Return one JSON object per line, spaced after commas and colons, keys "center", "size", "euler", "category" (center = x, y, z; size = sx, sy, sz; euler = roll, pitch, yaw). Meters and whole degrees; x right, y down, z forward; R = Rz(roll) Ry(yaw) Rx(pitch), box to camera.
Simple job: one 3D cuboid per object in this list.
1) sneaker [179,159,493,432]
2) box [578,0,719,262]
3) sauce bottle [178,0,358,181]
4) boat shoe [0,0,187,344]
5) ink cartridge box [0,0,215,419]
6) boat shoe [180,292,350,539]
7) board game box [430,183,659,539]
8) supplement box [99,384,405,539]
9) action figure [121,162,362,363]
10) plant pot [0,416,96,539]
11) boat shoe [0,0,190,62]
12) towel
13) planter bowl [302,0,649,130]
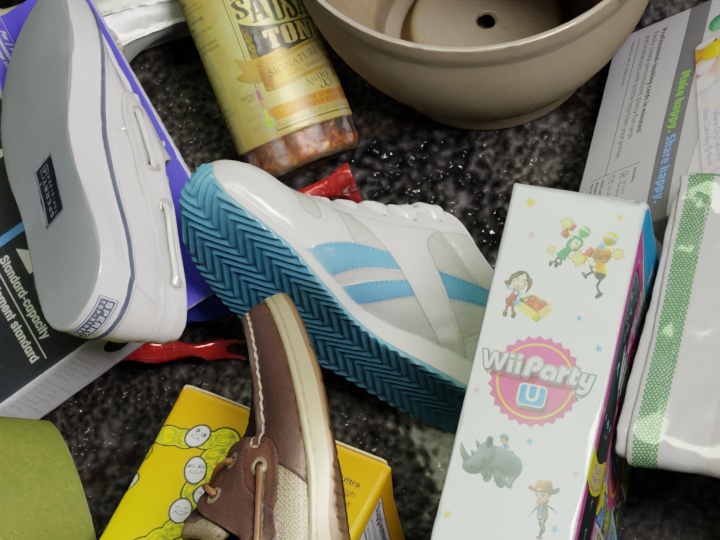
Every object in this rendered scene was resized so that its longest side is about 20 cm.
{"center": [0.000, 0.000, 1.231], "size": [0.200, 0.076, 0.081], "euler": [34, 61, -24], "category": "sneaker"}
{"center": [0.200, -0.082, 1.238], "size": [0.200, 0.041, 0.156], "euler": [-20, 38, 37], "category": "box"}
{"center": [-0.064, -0.145, 1.324], "size": [0.066, 0.066, 0.201], "euler": [-23, 90, -7], "category": "sauce bottle"}
{"center": [-0.124, -0.047, 1.222], "size": [0.065, 0.074, 0.201], "euler": [17, 48, -35], "category": "boat shoe"}
{"center": [-0.186, -0.026, 1.276], "size": [0.200, 0.043, 0.199], "euler": [-35, 69, 8], "category": "ink cartridge box"}
{"center": [-0.042, 0.104, 1.095], "size": [0.072, 0.072, 0.201], "euler": [-9, 65, 0], "category": "boat shoe"}
{"center": [0.084, 0.081, 1.150], "size": [0.064, 0.148, 0.201], "euler": [9, 74, 13], "category": "board game box"}
{"center": [-0.070, 0.174, 1.160], "size": [0.109, 0.109, 0.200], "euler": [20, 64, 18], "category": "supplement box"}
{"center": [-0.087, 0.012, 1.293], "size": [0.199, 0.052, 0.066], "euler": [-22, 54, 0], "category": "action figure"}
{"center": [-0.226, 0.138, 1.177], "size": [0.199, 0.187, 0.188], "euler": [-15, 58, -17], "category": "plant pot"}
{"center": [-0.156, -0.112, 1.369], "size": [0.199, 0.075, 0.069], "euler": [-15, 83, -7], "category": "boat shoe"}
{"center": [0.223, 0.035, 1.122], "size": [0.199, 0.031, 0.150], "euler": [9, 64, 17], "category": "towel"}
{"center": [0.063, -0.157, 1.323], "size": [0.199, 0.135, 0.201], "euler": [-4, 59, 6], "category": "planter bowl"}
